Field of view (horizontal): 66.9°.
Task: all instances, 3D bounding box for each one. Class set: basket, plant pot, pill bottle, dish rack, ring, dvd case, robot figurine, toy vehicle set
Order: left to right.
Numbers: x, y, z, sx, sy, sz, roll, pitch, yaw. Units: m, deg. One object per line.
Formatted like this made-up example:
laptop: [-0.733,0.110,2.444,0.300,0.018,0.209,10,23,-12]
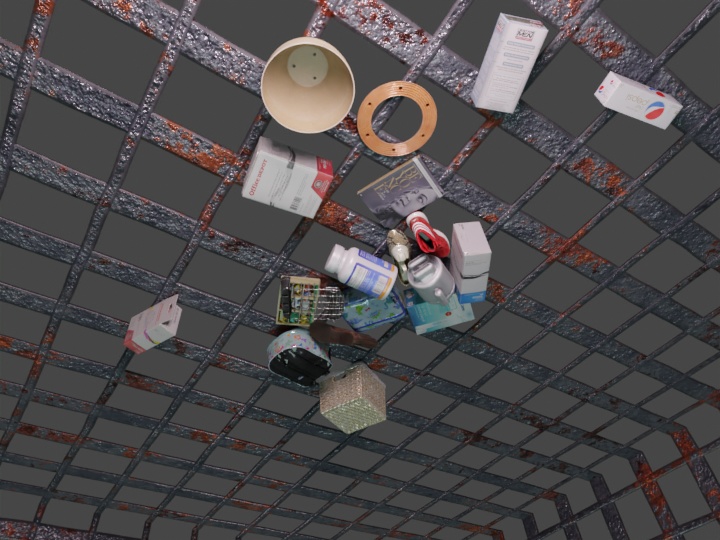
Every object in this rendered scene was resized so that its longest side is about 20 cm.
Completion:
toy vehicle set: [-0.203,0.101,1.757,0.124,0.027,0.201,4,132,-10]
plant pot: [-0.115,-0.427,1.206,0.199,0.135,0.201,-3,133,-3]
dish rack: [-0.149,0.093,1.691,0.199,0.055,0.154,2,134,-2]
basket: [-0.028,0.474,2.032,0.198,0.161,0.200,-26,128,18]
pill bottle: [0.000,0.000,1.617,0.199,0.112,0.112,25,127,-8]
ring: [0.090,-0.376,1.354,0.199,0.019,0.201,-4,133,-4]
dvd case: [0.113,-0.214,1.507,0.199,0.016,0.149,-29,129,19]
robot figurine: [0.213,0.029,1.626,0.113,0.170,0.200,-30,139,12]

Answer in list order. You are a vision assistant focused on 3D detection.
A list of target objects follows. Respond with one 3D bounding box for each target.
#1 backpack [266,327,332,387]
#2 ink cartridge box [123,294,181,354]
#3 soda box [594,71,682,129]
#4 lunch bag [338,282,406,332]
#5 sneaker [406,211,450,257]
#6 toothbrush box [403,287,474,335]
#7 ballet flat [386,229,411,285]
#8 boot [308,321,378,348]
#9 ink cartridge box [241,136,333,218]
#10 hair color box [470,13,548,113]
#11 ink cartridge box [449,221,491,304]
backpack: [-0.213,0.286,1.842,0.200,0.151,0.177,29,121,-37]
ink cartridge box: [-0.636,0.168,1.710,0.199,0.117,0.068,-26,129,18]
soda box: [0.687,-0.419,1.347,0.199,0.064,0.068,13,130,-18]
lunch bag: [0.041,0.115,1.761,0.199,0.083,0.161,-18,135,12]
sneaker: [0.204,-0.071,1.577,0.078,0.116,0.200,-34,131,23]
toothbrush box: [0.257,0.112,1.777,0.199,0.085,0.147,-17,132,7]
ballet flat: [0.126,-0.031,1.637,0.068,0.075,0.200,-13,132,4]
boot: [-0.053,0.223,1.845,0.186,0.065,0.200,16,179,27]
ink cartridge box: [-0.189,-0.238,1.407,0.199,0.083,0.147,17,128,-21]
hair color box: [0.339,-0.474,1.261,0.099,0.061,0.201,6,132,-12]
ink cartridge box: [0.322,-0.023,1.618,0.084,0.145,0.201,-6,134,-2]
